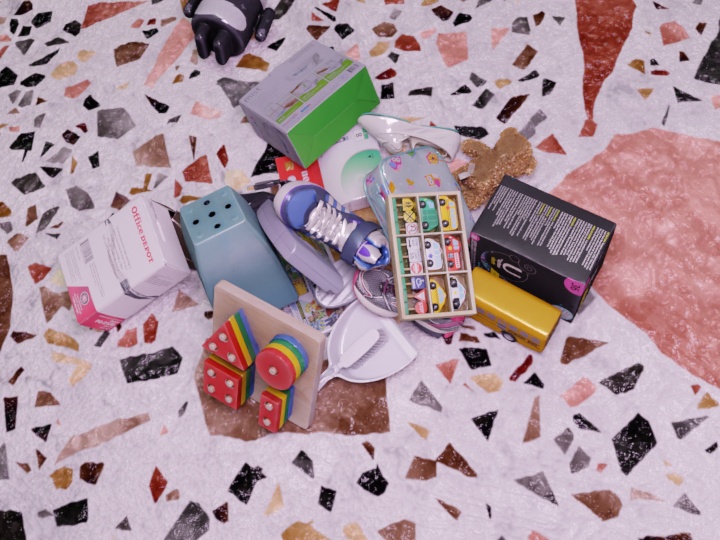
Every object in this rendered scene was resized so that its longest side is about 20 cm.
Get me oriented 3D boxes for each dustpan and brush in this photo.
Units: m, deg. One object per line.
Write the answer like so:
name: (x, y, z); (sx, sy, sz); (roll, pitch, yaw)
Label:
dustpan and brush: (-0.021, 0.148, 1.345); (0.200, 0.057, 0.140); (-42, 72, 5)

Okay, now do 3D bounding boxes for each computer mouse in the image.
computer mouse: (-0.185, -0.117, 1.450); (0.197, 0.140, 0.047); (-4, 80, 14)

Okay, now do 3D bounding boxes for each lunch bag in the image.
lunch bag: (0.096, -0.107, 1.391); (0.159, 0.077, 0.202); (-21, 82, -33)

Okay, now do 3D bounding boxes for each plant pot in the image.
plant pot: (-0.211, -0.029, 1.343); (0.140, 0.201, 0.142); (-26, 51, -7)

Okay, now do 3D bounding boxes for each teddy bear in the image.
teddy bear: (0.220, -0.169, 1.475); (0.144, 0.067, 0.201); (36, 80, 27)

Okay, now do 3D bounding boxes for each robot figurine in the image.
robot figurine: (-0.268, -0.520, 1.668); (0.124, 0.150, 0.202); (-9, 54, 51)

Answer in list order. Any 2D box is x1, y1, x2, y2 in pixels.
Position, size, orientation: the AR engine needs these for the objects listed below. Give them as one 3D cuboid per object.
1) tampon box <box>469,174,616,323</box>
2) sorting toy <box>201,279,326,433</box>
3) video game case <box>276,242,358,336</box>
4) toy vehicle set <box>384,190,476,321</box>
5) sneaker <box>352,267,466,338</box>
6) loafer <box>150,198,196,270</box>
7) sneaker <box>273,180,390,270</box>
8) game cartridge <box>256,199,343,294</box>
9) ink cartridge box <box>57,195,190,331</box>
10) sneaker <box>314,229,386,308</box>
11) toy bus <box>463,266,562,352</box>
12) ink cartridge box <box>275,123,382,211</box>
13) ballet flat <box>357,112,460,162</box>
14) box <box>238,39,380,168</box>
tampon box: (0.293, -0.035, 1.345); (0.198, 0.150, 0.127); (27, 70, 19)
sorting toy: (-0.164, 0.148, 1.284); (0.198, 0.201, 0.070); (26, 41, 19)
video game case: (-0.119, 0.038, 1.435); (0.180, 0.022, 0.202); (-22, 63, -4)
toy vehicle set: (0.111, -0.024, 1.309); (0.122, 0.027, 0.204); (-5, 80, -12)
sneaker: (0.082, 0.040, 1.344); (0.197, 0.075, 0.082); (21, 63, -8)
loafer: (-0.332, -0.065, 1.483); (0.198, 0.071, 0.074); (28, 70, 18)
sneaker: (-0.030, -0.064, 1.287); (0.146, 0.199, 0.081); (34, 93, 39)
game cartridge: (-0.106, -0.045, 1.345); (0.041, 0.133, 0.200); (-49, 33, 8)
ink cartridge box: (-0.411, -0.011, 1.422); (0.198, 0.084, 0.146); (-32, 67, 15)
sneaker: (0.000, 0.000, 1.410); (0.199, 0.071, 0.073); (-38, 85, -20)
toy bus: (0.227, 0.057, 1.350); (0.198, 0.079, 0.065); (29, 71, 19)
ink cartridge box: (-0.054, -0.181, 1.518); (0.197, 0.050, 0.163); (-14, 63, -2)
ballet flat: (0.089, -0.240, 1.500); (0.197, 0.070, 0.070); (9, 64, -10)
box: (-0.098, -0.318, 1.536); (0.200, 0.097, 0.176); (-43, 48, -13)
